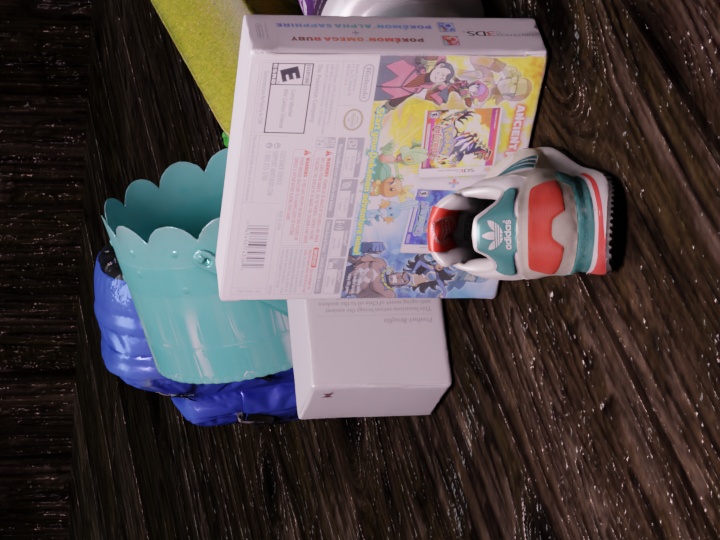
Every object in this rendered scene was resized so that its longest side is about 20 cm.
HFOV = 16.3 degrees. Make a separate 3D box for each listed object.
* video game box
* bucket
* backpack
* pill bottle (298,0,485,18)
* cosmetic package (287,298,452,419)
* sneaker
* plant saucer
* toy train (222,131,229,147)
[{"bbox_3d":[0.009,-0.067,1.550,0.047,0.182,0.200,-100,15,-48],"label":"video game box"},{"bbox_3d":[-0.088,-0.008,1.937,0.207,0.207,0.135,-129,24,-70],"label":"bucket"},{"bbox_3d":[-0.124,0.046,2.122,0.163,0.200,0.168,-143,53,-73],"label":"backpack"},{"bbox_3d":[0.020,-0.173,1.651,0.200,0.111,0.111,-109,22,-55],"label":"pill bottle"},{"bbox_3d":[0.000,0.000,1.786,0.071,0.101,0.200,116,151,-65],"label":"cosmetic package"},{"bbox_3d":[0.078,-0.033,1.443,0.200,0.093,0.070,-152,61,-75],"label":"sneaker"},{"bbox_3d":[-0.031,-0.134,1.712,0.048,0.200,0.200,-54,41,22],"label":"plant saucer"},{"bbox_3d":[-0.101,-0.097,2.378,0.056,0.042,0.200,120,148,-47],"label":"toy train"}]
